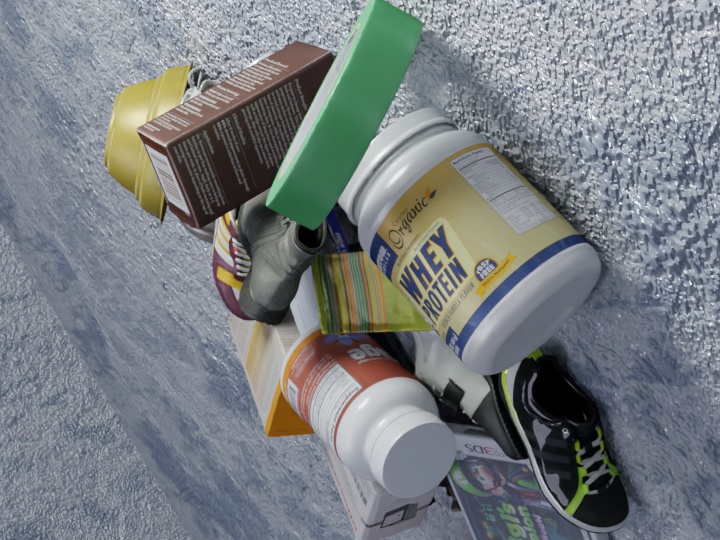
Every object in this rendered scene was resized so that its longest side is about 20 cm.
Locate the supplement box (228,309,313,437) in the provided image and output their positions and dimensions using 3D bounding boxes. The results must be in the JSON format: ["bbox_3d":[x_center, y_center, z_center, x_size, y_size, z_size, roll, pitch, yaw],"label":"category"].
[{"bbox_3d":[-0.095,0.088,1.578,0.200,0.073,0.126,-114,32,-42],"label":"supplement box"}]

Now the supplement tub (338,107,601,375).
[{"bbox_3d":[0.088,-0.027,1.090,0.200,0.144,0.144,48,156,20],"label":"supplement tub"}]

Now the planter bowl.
[{"bbox_3d":[-0.261,-0.162,1.556,0.200,0.083,0.201,-169,90,-84],"label":"planter bowl"}]

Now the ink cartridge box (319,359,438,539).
[{"bbox_3d":[0.020,0.214,1.488,0.200,0.084,0.146,102,149,-63],"label":"ink cartridge box"}]

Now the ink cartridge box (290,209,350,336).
[{"bbox_3d":[-0.052,-0.038,1.399,0.200,0.041,0.200,104,152,-49],"label":"ink cartridge box"}]

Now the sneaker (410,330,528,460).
[{"bbox_3d":[0.104,0.107,1.296,0.088,0.074,0.200,-31,83,32],"label":"sneaker"}]

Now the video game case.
[{"bbox_3d":[0.178,0.255,1.383,0.182,0.023,0.200,2,124,44],"label":"video game case"}]

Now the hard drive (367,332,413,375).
[{"bbox_3d":[-0.014,0.096,1.599,0.135,0.042,0.200,60,158,-8],"label":"hard drive"}]

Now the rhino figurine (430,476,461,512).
[{"bbox_3d":[0.115,0.231,1.495,0.200,0.060,0.088,-15,97,64],"label":"rhino figurine"}]

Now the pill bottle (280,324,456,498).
[{"bbox_3d":[0.009,0.141,1.302,0.200,0.112,0.112,40,153,50],"label":"pill bottle"}]

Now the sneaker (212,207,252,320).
[{"bbox_3d":[-0.129,-0.032,1.447,0.090,0.075,0.200,-132,37,-69],"label":"sneaker"}]

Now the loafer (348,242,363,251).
[{"bbox_3d":[0.000,0.000,1.406,0.070,0.068,0.201,41,158,11],"label":"loafer"}]

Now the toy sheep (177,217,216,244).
[{"bbox_3d":[-0.167,-0.096,1.555,0.138,0.138,0.200,50,170,17],"label":"toy sheep"}]

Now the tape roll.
[{"bbox_3d":[-0.015,-0.133,1.093,0.048,0.201,0.200,27,159,-7],"label":"tape roll"}]

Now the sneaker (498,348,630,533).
[{"bbox_3d":[0.197,0.162,1.217,0.200,0.072,0.083,57,157,0],"label":"sneaker"}]

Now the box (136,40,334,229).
[{"bbox_3d":[-0.110,-0.137,1.276,0.075,0.200,0.100,32,146,51],"label":"box"}]

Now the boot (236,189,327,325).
[{"bbox_3d":[-0.068,-0.050,1.291,0.131,0.068,0.200,-55,25,34],"label":"boot"}]

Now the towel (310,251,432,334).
[{"bbox_3d":[0.046,0.020,1.248,0.200,0.018,0.086,-3,109,26],"label":"towel"}]

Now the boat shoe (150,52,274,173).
[{"bbox_3d":[-0.161,-0.179,1.405,0.202,0.075,0.086,-28,82,32],"label":"boat shoe"}]
